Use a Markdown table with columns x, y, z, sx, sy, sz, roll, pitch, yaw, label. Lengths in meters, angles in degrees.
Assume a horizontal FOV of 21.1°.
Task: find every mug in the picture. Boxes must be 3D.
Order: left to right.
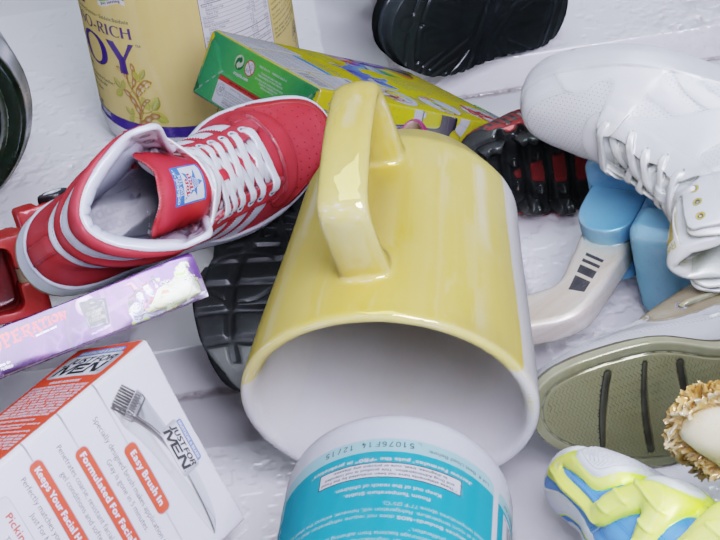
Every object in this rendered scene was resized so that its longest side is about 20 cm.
| x | y | z | sx | sy | sz | roll | pitch | yaw | label |
| --- | --- | --- | --- | --- | --- | --- | --- | --- | --- |
| 0.028 | -0.001 | 0.994 | 0.149 | 0.187 | 0.153 | 16 | 51 | -11 | mug |

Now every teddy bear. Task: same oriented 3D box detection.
| x | y | z | sx | sy | sz | roll | pitch | yaw | label |
| --- | --- | --- | --- | --- | --- | --- | --- | --- | --- |
| 0.212 | 0.060 | 0.901 | 0.200 | 0.145 | 0.067 | 1 | 55 | -45 | teddy bear |

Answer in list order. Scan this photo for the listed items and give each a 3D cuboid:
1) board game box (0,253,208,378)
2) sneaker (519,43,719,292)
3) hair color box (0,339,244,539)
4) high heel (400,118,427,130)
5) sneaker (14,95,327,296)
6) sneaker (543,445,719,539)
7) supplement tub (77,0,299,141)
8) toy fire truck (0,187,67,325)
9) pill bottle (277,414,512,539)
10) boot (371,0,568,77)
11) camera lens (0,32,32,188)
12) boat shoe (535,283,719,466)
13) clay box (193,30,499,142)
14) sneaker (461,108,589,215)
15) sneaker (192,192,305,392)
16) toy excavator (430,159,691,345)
| x | y | z | sx | sy | sz | roll | pitch | yaw | label |
| --- | --- | --- | --- | --- | --- | --- | --- | --- | --- |
| -0.162 | 0.033 | 1.055 | 0.120 | 0.032 | 0.200 | -18 | -1 | -19 | board game box |
| 0.165 | -0.052 | 1.029 | 0.200 | 0.074 | 0.116 | 11 | 53 | 23 | sneaker |
| -0.158 | 0.134 | 0.924 | 0.064 | 0.111 | 0.200 | -8 | 25 | 47 | hair color box |
| 0.000 | 0.000 | 1.103 | 0.067 | 0.096 | 0.200 | 5 | 37 | 18 | high heel |
| -0.081 | -0.050 | 1.034 | 0.200 | 0.071 | 0.112 | -29 | 0 | -27 | sneaker |
| 0.129 | 0.145 | 0.890 | 0.076 | 0.105 | 0.200 | 25 | -7 | -20 | sneaker |
| -0.121 | -0.194 | 1.313 | 0.145 | 0.200 | 0.146 | -6 | 35 | 4 | supplement tub |
| -0.151 | -0.026 | 1.168 | 0.200 | 0.049 | 0.141 | -19 | 12 | -16 | toy fire truck |
| 0.010 | 0.165 | 0.855 | 0.110 | 0.111 | 0.200 | -2 | 35 | 8 | pill bottle |
| 0.034 | -0.203 | 1.374 | 0.162 | 0.074 | 0.198 | 31 | 30 | 34 | boot |
| -0.317 | -0.131 | 1.299 | 0.160 | 0.160 | 0.200 | -19 | 36 | -15 | camera lens |
| 0.179 | 0.049 | 1.026 | 0.199 | 0.075 | 0.068 | -10 | 25 | -9 | boat shoe |
| 0.007 | -0.099 | 1.227 | 0.200 | 0.048 | 0.115 | 8 | 18 | -43 | clay box |
| 0.147 | -0.091 | 1.224 | 0.200 | 0.071 | 0.098 | -14 | 35 | -12 | sneaker |
| -0.053 | 0.008 | 1.123 | 0.075 | 0.079 | 0.200 | -1 | 39 | 2 | sneaker |
| 0.152 | -0.013 | 1.104 | 0.194 | 0.100 | 0.200 | 10 | 47 | 26 | toy excavator |
